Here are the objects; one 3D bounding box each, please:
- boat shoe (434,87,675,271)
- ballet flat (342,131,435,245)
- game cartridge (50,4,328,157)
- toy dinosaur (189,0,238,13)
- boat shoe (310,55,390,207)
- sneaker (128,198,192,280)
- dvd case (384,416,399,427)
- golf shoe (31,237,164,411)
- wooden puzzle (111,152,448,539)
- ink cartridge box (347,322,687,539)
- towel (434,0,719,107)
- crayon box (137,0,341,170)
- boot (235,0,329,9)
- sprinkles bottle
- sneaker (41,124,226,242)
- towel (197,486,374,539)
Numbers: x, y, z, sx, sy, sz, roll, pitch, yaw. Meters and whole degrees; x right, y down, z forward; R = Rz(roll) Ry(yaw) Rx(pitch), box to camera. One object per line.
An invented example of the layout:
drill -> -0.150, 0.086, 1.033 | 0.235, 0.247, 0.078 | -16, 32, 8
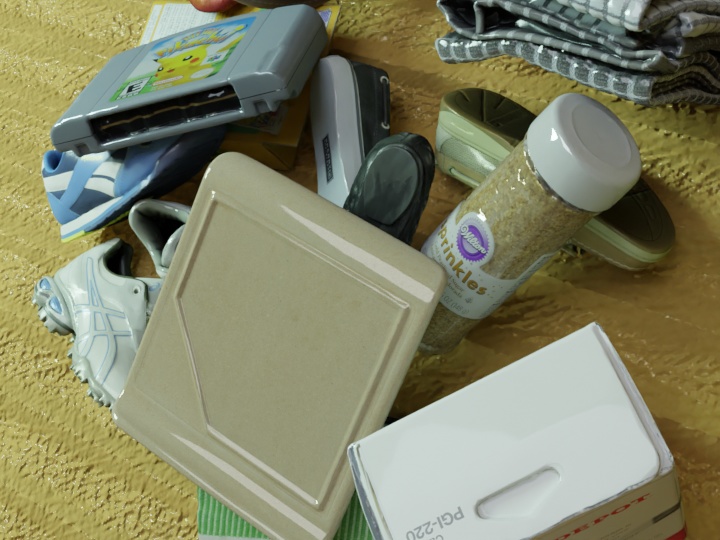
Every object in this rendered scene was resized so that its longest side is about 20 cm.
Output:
boat shoe -> 0.126, -0.054, 0.774 | 0.200, 0.073, 0.064 | 37, 132, 30
ballet flat -> 0.000, 0.000, 0.767 | 0.066, 0.057, 0.202 | 35, 111, 14
game cartridge -> -0.127, -0.147, 0.859 | 0.197, 0.041, 0.134 | -10, 29, 21
toy dinosaur -> -0.142, -0.281, 0.987 | 0.103, 0.200, 0.184 | -8, 69, -15
boat shoe -> 0.002, -0.061, 0.836 | 0.068, 0.056, 0.204 | 156, 111, -63
sneaker -> -0.105, 0.007, 0.848 | 0.199, 0.088, 0.075 | 32, 93, 34
dvd case -> 0.006, 0.170, 0.765 | 0.197, 0.018, 0.145 | 7, 74, 30
golf shoe -> -0.181, 0.049, 0.884 | 0.097, 0.078, 0.200 | -42, 57, -1
wooden puzzle -> -0.056, 0.050, 0.728 | 0.183, 0.037, 0.202 | 29, 99, 23
ink cartridge box -> 0.094, 0.123, 0.616 | 0.144, 0.200, 0.086 | -27, 64, 6
towel -> 0.158, -0.160, 0.723 | 0.164, 0.199, 0.087 | 29, 119, 32
crayon box -> -0.105, -0.155, 0.940 | 0.197, 0.052, 0.128 | 9, 74, 31
boot -> -0.036, -0.291, 0.925 | 0.197, 0.074, 0.156 | -18, 43, -8
sprinkles bottle -> 0.090, -0.023, 0.717 | 0.200, 0.067, 0.069 | -48, 48, 43
sneaker -> -0.191, -0.090, 0.906 | 0.198, 0.074, 0.083 | -24, 90, 35
towel -> -0.049, 0.106, 0.755 | 0.150, 0.023, 0.204 | -3, 90, 27
